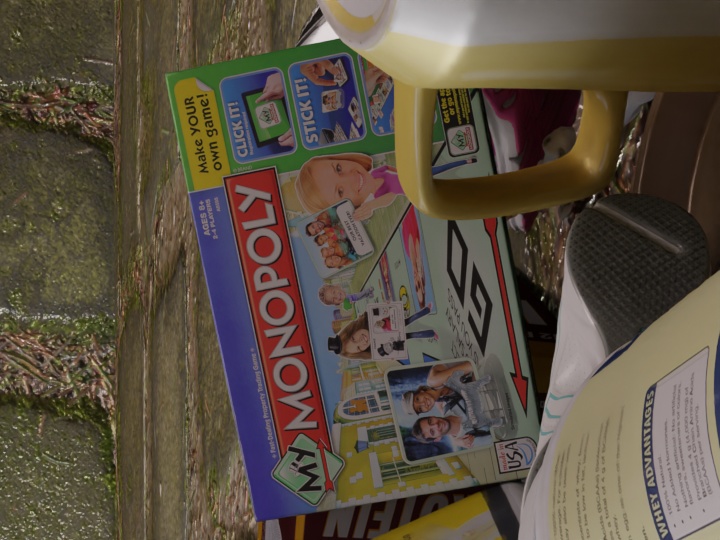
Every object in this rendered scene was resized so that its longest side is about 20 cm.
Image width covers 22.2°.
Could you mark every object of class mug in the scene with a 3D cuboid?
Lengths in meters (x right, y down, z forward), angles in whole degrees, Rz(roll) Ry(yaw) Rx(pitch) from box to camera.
[{"bbox_3d":[0.065,-0.112,0.657,0.149,0.152,0.188,5,104,66],"label":"mug"}]

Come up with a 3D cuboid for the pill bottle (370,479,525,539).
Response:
[{"bbox_3d":[0.004,0.179,0.796,0.112,0.199,0.113,156,90,-90],"label":"pill bottle"}]

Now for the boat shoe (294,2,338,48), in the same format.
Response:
[{"bbox_3d":[0.029,-0.176,0.930,0.200,0.071,0.064,-44,76,17],"label":"boat shoe"}]

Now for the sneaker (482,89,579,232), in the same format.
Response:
[{"bbox_3d":[0.046,-0.099,0.889,0.082,0.088,0.201,-61,-35,-31],"label":"sneaker"}]

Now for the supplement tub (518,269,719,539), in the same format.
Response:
[{"bbox_3d":[0.136,0.067,0.529,0.200,0.144,0.146,128,140,-63],"label":"supplement tub"}]

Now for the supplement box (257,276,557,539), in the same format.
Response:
[{"bbox_3d":[0.023,0.108,0.948,0.200,0.131,0.199,-119,33,-74],"label":"supplement box"}]

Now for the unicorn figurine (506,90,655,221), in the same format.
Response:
[{"bbox_3d":[0.114,-0.118,0.812,0.138,0.073,0.201,117,166,-60],"label":"unicorn figurine"}]

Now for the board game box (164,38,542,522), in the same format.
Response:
[{"bbox_3d":[0.000,0.000,0.800,0.029,0.133,0.202,-49,-52,-80],"label":"board game box"}]

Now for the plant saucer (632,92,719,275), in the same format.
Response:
[{"bbox_3d":[0.154,-0.009,0.706,0.200,0.029,0.202,180,90,-75],"label":"plant saucer"}]

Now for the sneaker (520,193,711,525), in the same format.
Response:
[{"bbox_3d":[0.100,0.067,0.694,0.081,0.070,0.201,91,-170,-48],"label":"sneaker"}]
